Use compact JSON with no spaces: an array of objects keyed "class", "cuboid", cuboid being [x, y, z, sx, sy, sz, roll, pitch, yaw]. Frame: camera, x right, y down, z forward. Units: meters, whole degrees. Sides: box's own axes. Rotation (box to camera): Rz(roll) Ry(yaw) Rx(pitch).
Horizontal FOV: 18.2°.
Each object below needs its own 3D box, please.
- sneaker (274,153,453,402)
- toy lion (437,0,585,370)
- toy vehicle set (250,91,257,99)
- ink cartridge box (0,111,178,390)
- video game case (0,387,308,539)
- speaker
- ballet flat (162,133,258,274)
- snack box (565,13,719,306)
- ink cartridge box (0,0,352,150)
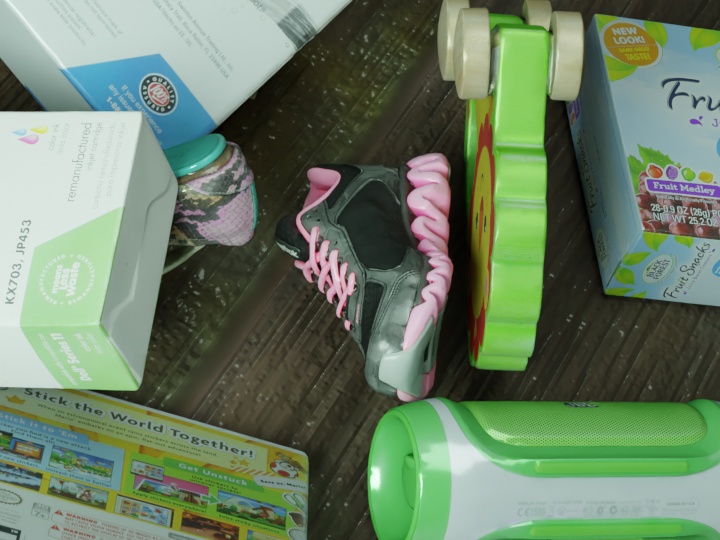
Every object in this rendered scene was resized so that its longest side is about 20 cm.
[{"class":"sneaker","cuboid":[0.000,0.000,1.186,0.094,0.080,0.200,9,29,-4]},{"class":"toy lion","cuboid":[0.076,-0.047,1.215,0.068,0.194,0.200,2,10,-3]},{"class":"toy vehicle set","cuboid":[-0.143,-0.182,1.320,0.198,0.027,0.125,18,49,-7]},{"class":"ink cartridge box","cuboid":[-0.196,-0.011,1.067,0.198,0.067,0.118,0,61,15]},{"class":"video game case","cuboid":[-0.121,0.111,1.047,0.198,0.023,0.182,16,24,-8]},{"class":"speaker","cuboid":[0.108,0.107,1.144,0.198,0.089,0.089,2,52,-20]},{"class":"ballet flat","cuboid":[-0.146,-0.018,1.144,0.198,0.072,0.069,-9,24,13]},{"class":"snack box","cuboid":[0.231,-0.061,1.340,0.198,0.068,0.170,7,51,-17]},{"class":"ink cartridge box","cuboid":[-0.097,-0.163,1.209,0.200,0.084,0.145,-44,103,-19]}]
